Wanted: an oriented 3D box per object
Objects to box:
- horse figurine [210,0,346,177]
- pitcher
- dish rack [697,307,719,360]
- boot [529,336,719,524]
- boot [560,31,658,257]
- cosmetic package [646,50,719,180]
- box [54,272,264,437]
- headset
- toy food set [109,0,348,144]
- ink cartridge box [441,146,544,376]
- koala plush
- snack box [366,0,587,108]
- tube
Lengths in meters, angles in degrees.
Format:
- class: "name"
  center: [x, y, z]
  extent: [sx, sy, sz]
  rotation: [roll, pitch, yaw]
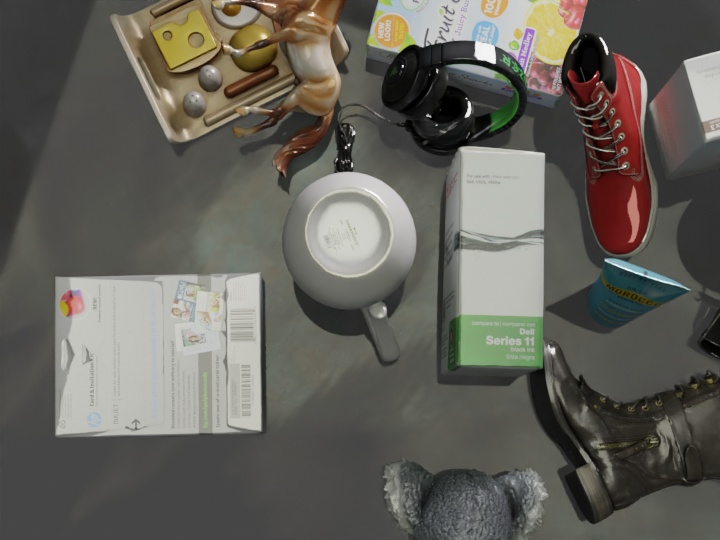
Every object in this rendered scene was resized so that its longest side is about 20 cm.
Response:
- class: "horse figurine"
  center: [-0.065, -0.195, 1.448]
  extent: [0.132, 0.050, 0.201]
  rotation: [-15, 117, -13]
- class: "pitcher"
  center: [0.000, 0.000, 1.397]
  extent: [0.121, 0.200, 0.172]
  rotation: [-26, 85, -3]
- class: "dish rack"
  center: [0.416, 0.052, 1.398]
  extent: [0.153, 0.200, 0.055]
  rotation: [26, 67, 2]
- class: "boot"
  center: [0.267, 0.135, 1.456]
  extent: [0.173, 0.069, 0.201]
  rotation: [-21, 87, -9]
- class: "boot"
  center: [0.229, -0.117, 1.435]
  extent: [0.072, 0.144, 0.201]
  rotation: [-6, 79, 25]
- class: "cosmetic package"
  center: [0.344, -0.149, 1.417]
  extent: [0.112, 0.200, 0.082]
  rotation: [-14, 82, -2]
- class: "box"
  center: [-0.193, 0.082, 1.464]
  extent: [0.199, 0.041, 0.157]
  rotation: [-2, 82, -2]
- class: "headset"
  center: [0.063, -0.151, 1.460]
  extent: [0.199, 0.124, 0.094]
  rotation: [-14, 53, 26]
- class: "toy food set"
  center: [-0.130, -0.232, 1.495]
  extent: [0.199, 0.060, 0.144]
  rotation: [-27, 84, -4]
- class: "ink cartridge box"
  center: [0.123, -0.004, 1.425]
  extent: [0.083, 0.147, 0.201]
  rotation: [2, 83, -2]
- class: "koala plush"
  center: [0.095, 0.273, 1.387]
  extent: [0.176, 0.184, 0.201]
  rotation: [6, 71, 0]
- class: "snack box"
  center: [0.119, -0.257, 1.504]
  extent: [0.199, 0.053, 0.143]
  rotation: [16, 82, 2]
- class: "tube"
  center: [0.248, 0.017, 1.396]
  extent: [0.077, 0.200, 0.051]
  rotation: [14, 82, 3]
